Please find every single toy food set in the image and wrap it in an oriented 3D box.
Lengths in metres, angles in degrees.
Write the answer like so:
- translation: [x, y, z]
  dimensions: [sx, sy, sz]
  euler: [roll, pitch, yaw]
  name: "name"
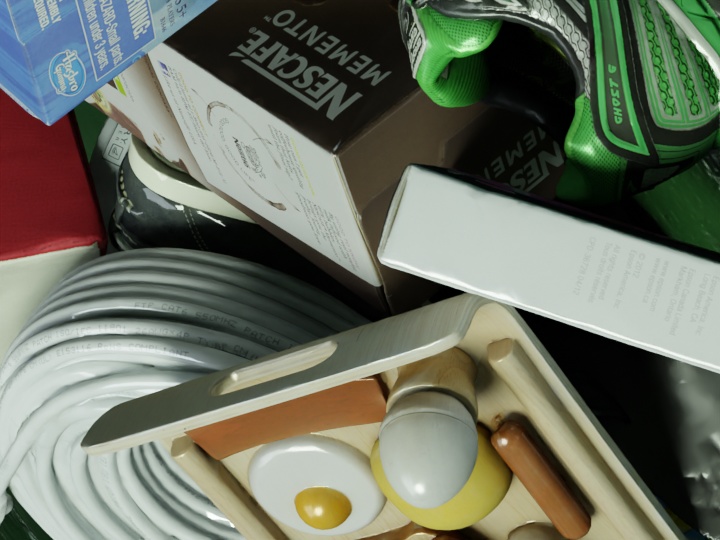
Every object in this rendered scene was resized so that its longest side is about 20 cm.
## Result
- translation: [0.020, 0.096, 0.833]
  dimensions: [0.143, 0.061, 0.200]
  euler: [-19, 129, 25]
  name: "toy food set"

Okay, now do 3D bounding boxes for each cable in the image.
- translation: [-0.046, 0.076, 0.945]
  dimensions: [0.199, 0.069, 0.200]
  euler: [25, 144, 4]
  name: "cable"

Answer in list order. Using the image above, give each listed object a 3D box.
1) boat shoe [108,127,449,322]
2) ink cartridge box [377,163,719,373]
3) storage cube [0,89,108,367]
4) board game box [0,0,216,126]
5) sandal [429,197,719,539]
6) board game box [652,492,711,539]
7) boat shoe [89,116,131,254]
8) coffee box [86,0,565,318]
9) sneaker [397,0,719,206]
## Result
- translation: [0.000, 0.000, 0.941]
  dimensions: [0.199, 0.072, 0.068]
  euler: [22, 127, -2]
  name: "boat shoe"
- translation: [0.108, 0.013, 0.725]
  dimensions: [0.199, 0.037, 0.095]
  euler: [20, -176, 8]
  name: "ink cartridge box"
- translation: [-0.212, -0.031, 1.020]
  dimensions: [0.200, 0.170, 0.180]
  euler: [110, 145, -59]
  name: "storage cube"
- translation: [-0.030, -0.161, 0.610]
  dimensions: [0.043, 0.199, 0.200]
  euler: [40, 159, 26]
  name: "board game box"
- translation: [0.080, 0.017, 0.865]
  dimensions: [0.200, 0.075, 0.045]
  euler: [43, -164, 7]
  name: "sandal"
- translation: [0.075, 0.127, 1.010]
  dimensions: [0.165, 0.057, 0.200]
  euler: [48, 152, 36]
  name: "board game box"
- translation: [-0.079, -0.003, 1.051]
  dimensions: [0.071, 0.072, 0.200]
  euler: [25, 159, 7]
  name: "boat shoe"
- translation: [-0.018, -0.082, 0.860]
  dimensions: [0.200, 0.113, 0.080]
  euler: [36, 155, 42]
  name: "coffee box"
- translation: [0.034, -0.104, 0.740]
  dimensions: [0.200, 0.085, 0.078]
  euler: [46, 160, 19]
  name: "sneaker"
